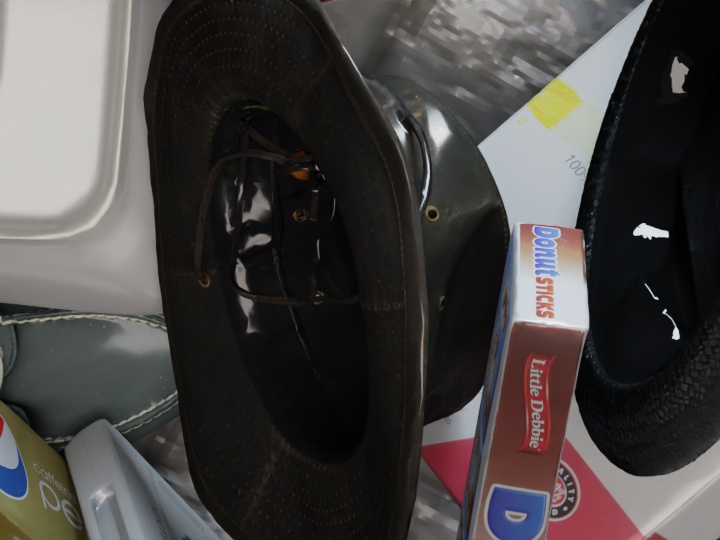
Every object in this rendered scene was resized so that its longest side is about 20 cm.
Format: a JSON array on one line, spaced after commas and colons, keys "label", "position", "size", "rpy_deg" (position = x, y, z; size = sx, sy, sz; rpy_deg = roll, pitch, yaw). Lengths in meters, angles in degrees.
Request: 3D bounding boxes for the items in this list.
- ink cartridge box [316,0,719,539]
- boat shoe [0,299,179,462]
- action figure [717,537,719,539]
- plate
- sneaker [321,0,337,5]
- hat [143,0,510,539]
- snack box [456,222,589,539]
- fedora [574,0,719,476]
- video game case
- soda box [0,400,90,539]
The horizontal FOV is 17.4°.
[{"label": "ink cartridge box", "position": [0.107, 0.006, 0.807], "size": [0.200, 0.083, 0.145], "rpy_deg": [-40, 67, 7]}, {"label": "boat shoe", "position": [-0.148, 0.050, 0.840], "size": [0.198, 0.062, 0.073], "rpy_deg": [-9, 103, -4]}, {"label": "action figure", "position": [0.168, 0.101, 0.865], "size": [0.198, 0.102, 0.120], "rpy_deg": [-2, 117, -6]}, {"label": "plate", "position": [-0.151, -0.087, 0.804], "size": [0.198, 0.032, 0.201], "rpy_deg": [4, 98, -6]}, {"label": "sneaker", "position": [-0.034, -0.118, 0.767], "size": [0.199, 0.082, 0.078], "rpy_deg": [-12, 103, -28]}, {"label": "hat", "position": [0.000, 0.000, 0.752], "size": [0.080, 0.200, 0.202], "rpy_deg": [-11, 109, -30]}, {"label": "snack box", "position": [0.041, 0.091, 0.719], "size": [0.024, 0.072, 0.201], "rpy_deg": [9, 114, 1]}, {"label": "fedora", "position": [0.135, -0.025, 0.697], "size": [0.091, 0.201, 0.202], "rpy_deg": [20, 103, -13]}, {"label": "video game case", "position": [-0.020, 0.159, 0.803], "size": [0.024, 0.182, 0.200], "rpy_deg": [-39, 117, 3]}, {"label": "soda box", "position": [-0.137, 0.089, 0.804], "size": [0.067, 0.064, 0.200], "rpy_deg": [-30, 137, 9]}]
